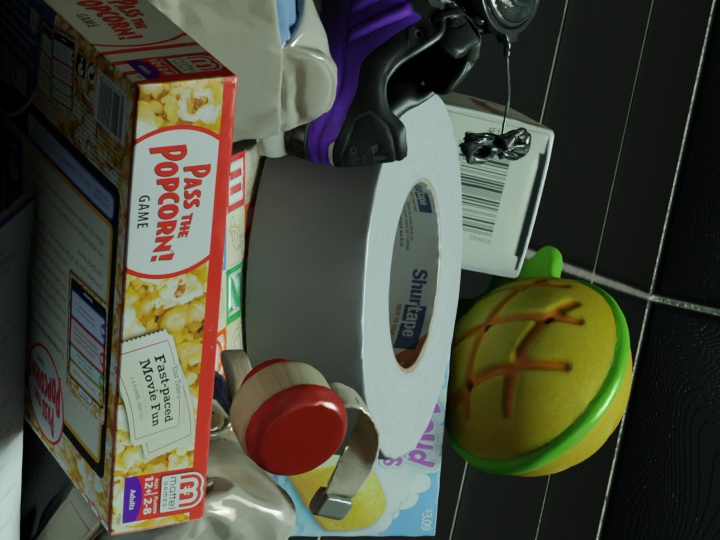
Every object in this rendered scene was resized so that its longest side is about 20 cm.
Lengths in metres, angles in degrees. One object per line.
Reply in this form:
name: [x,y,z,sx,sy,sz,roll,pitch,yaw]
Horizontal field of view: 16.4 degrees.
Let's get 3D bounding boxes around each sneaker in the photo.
sneaker: [0.018,-0.135,1.287,0.070,0.099,0.201,79,26,-62]

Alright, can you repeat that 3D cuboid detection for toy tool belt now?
toy tool belt: [-0.074,-0.159,1.162,0.201,0.124,0.123,83,-2,-53]
toy tool belt: [-0.090,0.097,1.168,0.124,0.123,0.201,16,118,-37]

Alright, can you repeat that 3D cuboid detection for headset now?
headset: [0.052,-0.158,1.514,0.094,0.123,0.201,-13,75,-50]

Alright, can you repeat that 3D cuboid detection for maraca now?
maraca: [0.104,0.056,1.585,0.107,0.137,0.200,48,7,-31]

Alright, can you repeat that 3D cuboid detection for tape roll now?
tape roll: [0.000,0.000,1.353,0.200,0.066,0.202,4,90,-74]

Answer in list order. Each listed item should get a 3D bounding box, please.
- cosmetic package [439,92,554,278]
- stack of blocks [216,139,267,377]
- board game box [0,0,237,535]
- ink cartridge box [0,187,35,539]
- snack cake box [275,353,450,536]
cosmetic package: [0.064,-0.063,1.659,0.200,0.087,0.104,-114,-143,-80]
stack of blocks: [-0.073,-0.017,1.319,0.200,0.058,0.116,-37,129,-69]
board game box: [-0.110,-0.014,1.054,0.046,0.151,0.201,-8,119,-27]
ink cartridge box: [-0.193,0.089,1.012,0.198,0.047,0.201,-50,146,-60]
snack cake box: [-0.004,0.066,1.547,0.067,0.114,0.201,-98,-170,-60]
